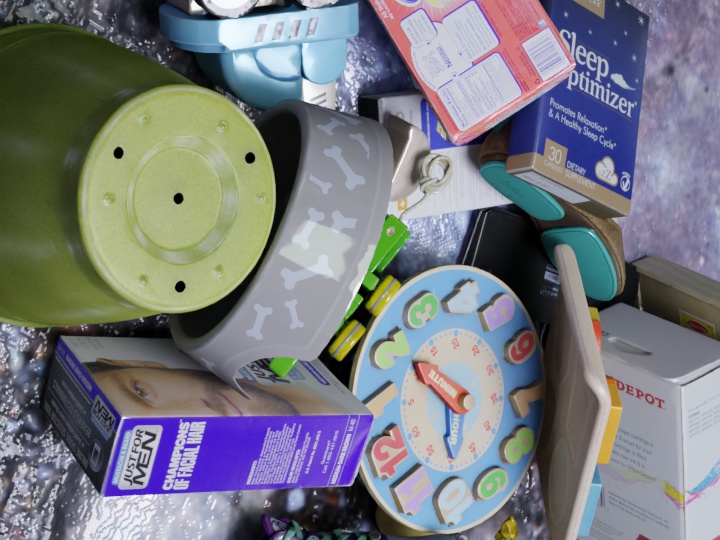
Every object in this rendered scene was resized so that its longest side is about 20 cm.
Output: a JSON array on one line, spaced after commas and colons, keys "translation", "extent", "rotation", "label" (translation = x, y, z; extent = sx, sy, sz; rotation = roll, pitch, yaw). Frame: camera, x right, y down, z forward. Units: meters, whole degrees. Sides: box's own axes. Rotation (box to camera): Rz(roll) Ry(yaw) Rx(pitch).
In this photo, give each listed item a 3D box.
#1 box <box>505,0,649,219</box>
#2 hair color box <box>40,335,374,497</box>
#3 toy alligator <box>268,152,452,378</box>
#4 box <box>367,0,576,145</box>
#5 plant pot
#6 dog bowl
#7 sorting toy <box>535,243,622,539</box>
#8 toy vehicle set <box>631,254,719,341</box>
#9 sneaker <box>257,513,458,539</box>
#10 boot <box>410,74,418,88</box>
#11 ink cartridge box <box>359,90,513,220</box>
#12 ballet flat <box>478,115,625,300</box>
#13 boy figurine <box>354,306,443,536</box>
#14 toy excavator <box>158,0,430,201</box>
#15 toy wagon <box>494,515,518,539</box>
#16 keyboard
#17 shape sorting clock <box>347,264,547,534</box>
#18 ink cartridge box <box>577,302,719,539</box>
[{"translation": [0.170, -0.153, 1.166], "extent": [0.121, 0.032, 0.202], "rotation": [20, 71, -41], "label": "box"}, {"translation": [-0.103, 0.097, 1.038], "extent": [0.199, 0.109, 0.065], "rotation": [2, 116, -36], "label": "hair color box"}, {"translation": [0.000, 0.000, 1.091], "extent": [0.059, 0.054, 0.200], "rotation": [39, 74, 1], "label": "toy alligator"}, {"translation": [0.057, -0.197, 1.065], "extent": [0.102, 0.095, 0.201], "rotation": [-32, 90, 5], "label": "box"}, {"translation": [-0.155, -0.051, 0.934], "extent": [0.199, 0.192, 0.203], "rotation": [-6, 100, -35], "label": "plant pot"}, {"translation": [-0.058, -0.020, 0.982], "extent": [0.058, 0.200, 0.202], "rotation": [24, 82, -24], "label": "dog bowl"}, {"translation": [0.166, 0.109, 1.176], "extent": [0.036, 0.186, 0.202], "rotation": [1, 124, -2], "label": "sorting toy"}, {"translation": [0.295, 0.071, 1.276], "extent": [0.026, 0.200, 0.125], "rotation": [-16, 108, -16], "label": "toy vehicle set"}, {"translation": [-0.027, 0.210, 1.100], "extent": [0.198, 0.074, 0.088], "rotation": [-18, 101, 0], "label": "sneaker"}, {"translation": [0.099, -0.217, 1.179], "extent": [0.199, 0.073, 0.096], "rotation": [-34, 110, -37], "label": "boot"}, {"translation": [0.088, -0.098, 1.202], "extent": [0.199, 0.037, 0.096], "rotation": [-10, 103, -33], "label": "ink cartridge box"}, {"translation": [0.163, -0.057, 1.214], "extent": [0.200, 0.067, 0.073], "rotation": [43, 60, -35], "label": "ballet flat"}, {"translation": [0.045, 0.125, 1.185], "extent": [0.124, 0.064, 0.202], "rotation": [-14, 106, -35], "label": "boy figurine"}, {"translation": [-0.044, -0.139, 1.060], "extent": [0.193, 0.100, 0.202], "rotation": [-10, 115, -24], "label": "toy excavator"}, {"translation": [0.064, 0.271, 1.175], "extent": [0.040, 0.156, 0.200], "rotation": [43, 64, 14], "label": "toy wagon"}, {"translation": [0.155, 0.031, 1.280], "extent": [0.199, 0.021, 0.128], "rotation": [20, 83, -36], "label": "keyboard"}, {"translation": [0.070, 0.097, 1.139], "extent": [0.199, 0.039, 0.202], "rotation": [-3, 96, -36], "label": "shape sorting clock"}, {"translation": [0.242, 0.146, 1.264], "extent": [0.082, 0.145, 0.202], "rotation": [-21, 117, -30], "label": "ink cartridge box"}]
